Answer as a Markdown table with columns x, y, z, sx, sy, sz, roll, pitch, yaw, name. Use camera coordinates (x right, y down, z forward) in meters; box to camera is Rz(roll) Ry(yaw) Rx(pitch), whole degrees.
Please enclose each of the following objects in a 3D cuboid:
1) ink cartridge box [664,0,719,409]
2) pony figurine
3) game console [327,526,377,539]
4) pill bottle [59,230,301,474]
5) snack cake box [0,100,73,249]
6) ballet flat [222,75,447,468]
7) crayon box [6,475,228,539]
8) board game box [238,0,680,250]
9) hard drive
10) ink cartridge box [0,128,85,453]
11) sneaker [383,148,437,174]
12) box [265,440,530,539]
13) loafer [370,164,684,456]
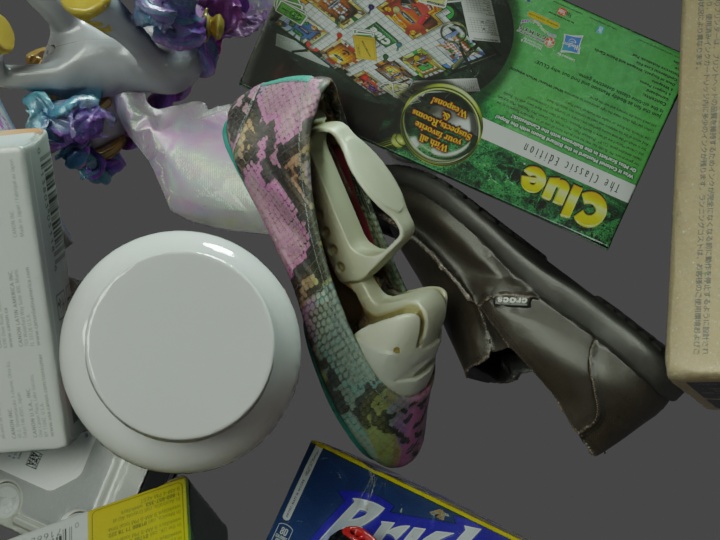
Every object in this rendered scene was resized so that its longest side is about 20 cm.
| x | y | z | sx | sy | sz | roll | pitch | yaw | name |
| --- | --- | --- | --- | --- | --- | --- | --- | --- | --- |
| 0.230 | -0.040 | 0.996 | 0.164 | 0.075 | 0.201 | -2 | 73 | 24 | ink cartridge box |
| -0.108 | -0.112 | 1.134 | 0.192 | 0.200 | 0.167 | -3 | 63 | 9 | pony figurine |
| -0.002 | 0.246 | 1.007 | 0.177 | 0.031 | 0.200 | 49 | 119 | 30 | game console |
| -0.084 | 0.040 | 1.024 | 0.111 | 0.200 | 0.112 | 0 | 85 | -4 | pill bottle |
| -0.252 | -0.065 | 1.210 | 0.115 | 0.067 | 0.200 | -33 | 52 | 0 | snack cake box |
| 0.000 | 0.000 | 1.040 | 0.071 | 0.069 | 0.201 | -17 | 99 | 34 | ballet flat |
| -0.124 | 0.206 | 1.029 | 0.127 | 0.051 | 0.200 | -20 | 44 | 13 | crayon box |
| 0.052 | -0.098 | 1.064 | 0.199 | 0.023 | 0.105 | 25 | 94 | -2 | board game box |
| -0.181 | 0.069 | 1.181 | 0.200 | 0.038 | 0.140 | 20 | 84 | 28 | hard drive |
| -0.249 | 0.017 | 1.116 | 0.199 | 0.050 | 0.163 | -3 | 104 | 12 | ink cartridge box |
| 0.020 | -0.158 | 1.111 | 0.073 | 0.116 | 0.201 | -3 | 74 | 23 | sneaker |
| 0.054 | 0.153 | 1.027 | 0.200 | 0.064 | 0.070 | 23 | 86 | 29 | box |
| 0.065 | 0.018 | 1.057 | 0.200 | 0.073 | 0.071 | 38 | 93 | 30 | loafer |
